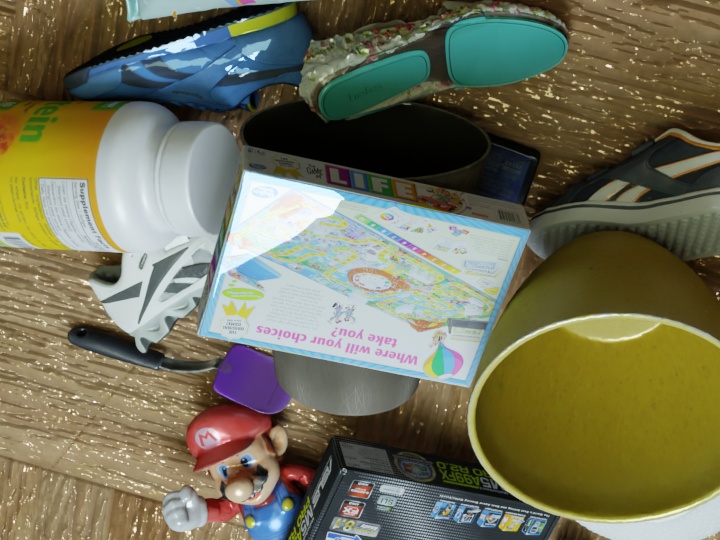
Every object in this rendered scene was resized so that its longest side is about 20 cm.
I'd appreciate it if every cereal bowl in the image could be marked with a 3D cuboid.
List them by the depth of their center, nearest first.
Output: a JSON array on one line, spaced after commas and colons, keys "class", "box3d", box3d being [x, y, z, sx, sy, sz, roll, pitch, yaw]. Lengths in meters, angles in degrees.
[{"class": "cereal bowl", "box3d": [0.224, 0.131, 1.280, 0.198, 0.083, 0.202, 4, 114, 9]}]

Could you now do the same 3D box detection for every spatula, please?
[{"class": "spatula", "box3d": [-0.148, 0.075, 1.357, 0.198, 0.057, 0.021, 11, 136, 14]}]

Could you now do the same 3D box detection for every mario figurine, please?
[{"class": "mario figurine", "box3d": [-0.079, 0.199, 1.356, 0.106, 0.123, 0.201, 9, 135, 57]}]

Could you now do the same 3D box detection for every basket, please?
[{"class": "basket", "box3d": [-0.004, -0.008, 1.219, 0.178, 0.136, 0.202, 1, 119, -9]}]

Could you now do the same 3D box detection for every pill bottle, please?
[{"class": "pill bottle", "box3d": [-0.192, -0.070, 1.238, 0.198, 0.111, 0.112, 3, 116, 25]}]

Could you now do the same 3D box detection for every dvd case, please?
[{"class": "dvd case", "box3d": [0.042, -0.024, 1.283, 0.141, 0.018, 0.202, 19, 116, 3]}]

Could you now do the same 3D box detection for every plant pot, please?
[{"class": "plant pot", "box3d": [0.176, 0.056, 1.157, 0.198, 0.143, 0.201, 3, 132, 4]}]

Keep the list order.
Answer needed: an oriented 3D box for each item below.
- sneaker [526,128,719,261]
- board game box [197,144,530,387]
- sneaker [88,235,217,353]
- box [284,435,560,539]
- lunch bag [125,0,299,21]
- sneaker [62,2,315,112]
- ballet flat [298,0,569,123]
[{"class": "sneaker", "box3d": [0.213, -0.050, 1.208, 0.199, 0.080, 0.078, -7, 144, 40]}, {"class": "board game box", "box3d": [0.000, 0.000, 1.129, 0.198, 0.034, 0.135, 12, 121, -13]}, {"class": "sneaker", "box3d": [-0.137, -0.023, 1.290, 0.088, 0.074, 0.200, 44, 115, -12]}, {"class": "box", "box3d": [0.042, 0.224, 1.341, 0.198, 0.044, 0.161, 14, 118, -21]}, {"class": "lunch bag", "box3d": [-0.099, -0.287, 1.136, 0.168, 0.122, 0.202, -4, 119, 16]}, {"class": "sneaker", "box3d": [-0.126, -0.143, 1.238, 0.198, 0.066, 0.079, -12, 112, 16]}, {"class": "ballet flat", "box3d": [0.048, -0.161, 1.185, 0.198, 0.064, 0.076, -13, 136, -10]}]
